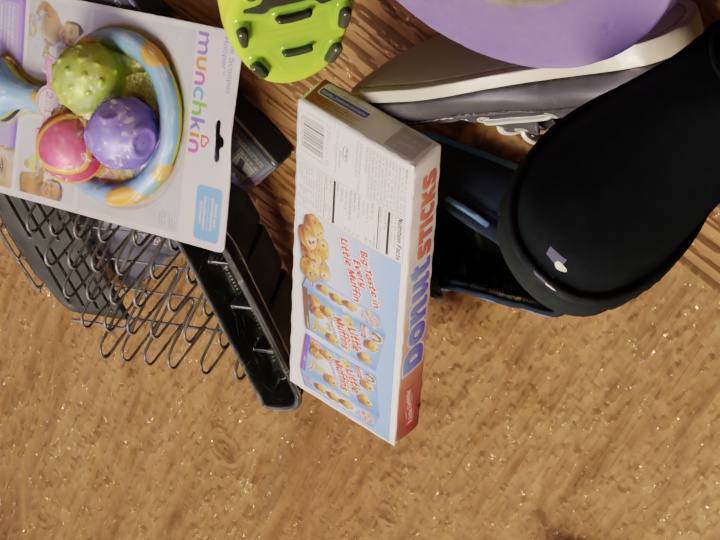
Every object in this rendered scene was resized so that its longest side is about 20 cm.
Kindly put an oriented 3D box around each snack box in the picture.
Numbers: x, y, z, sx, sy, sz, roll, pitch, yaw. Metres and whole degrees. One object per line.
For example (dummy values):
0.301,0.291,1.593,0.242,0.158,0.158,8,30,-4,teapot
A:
0.000,0.000,1.302,0.072,0.024,0.200,30,141,24,snack box

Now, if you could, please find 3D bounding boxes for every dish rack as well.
-0.127,0.002,1.492,0.199,0.055,0.154,8,141,30,dish rack

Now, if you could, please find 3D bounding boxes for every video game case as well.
-0.133,-0.078,1.484,0.143,0.019,0.200,48,144,-4,video game case

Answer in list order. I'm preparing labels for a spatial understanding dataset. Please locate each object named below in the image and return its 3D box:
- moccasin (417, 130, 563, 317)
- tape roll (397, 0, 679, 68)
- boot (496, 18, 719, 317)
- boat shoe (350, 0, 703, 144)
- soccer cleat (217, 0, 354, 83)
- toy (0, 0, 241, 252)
0.040,-0.024,1.315,0.200,0.068,0.081,9,133,44,moccasin
0.072,-0.191,1.107,0.200,0.085,0.200,28,142,24,tape roll
0.150,-0.084,1.038,0.076,0.200,0.168,46,148,9,boot
0.079,-0.079,1.221,0.200,0.073,0.063,-5,119,42,boat shoe
-0.050,-0.169,1.193,0.200,0.065,0.084,70,179,-48,soccer cleat
-0.152,-0.084,1.401,0.200,0.047,0.116,16,106,41,toy
